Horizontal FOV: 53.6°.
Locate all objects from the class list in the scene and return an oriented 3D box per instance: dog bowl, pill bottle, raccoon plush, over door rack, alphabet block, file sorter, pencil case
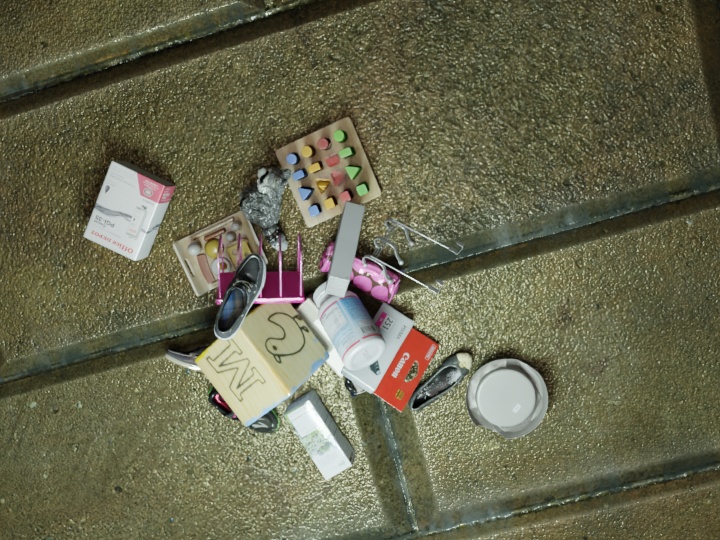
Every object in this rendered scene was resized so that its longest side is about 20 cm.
[{"bbox_3d":[0.353,0.305,1.739,0.197,0.059,0.203,1,100,4],"label":"dog bowl"},{"bbox_3d":[-0.031,0.120,1.642,0.108,0.109,0.201,-37,58,9],"label":"pill bottle"},{"bbox_3d":[-0.190,-0.155,1.680,0.133,0.097,0.200,-21,126,27],"label":"raccoon plush"},{"bbox_3d":[0.121,-0.028,1.651,0.198,0.148,0.067,21,141,15],"label":"over door rack"},{"bbox_3d":[-0.228,0.205,1.661,0.196,0.195,0.201,-38,91,35],"label":"alphabet block"},{"bbox_3d":[-0.231,-0.011,1.646,0.197,0.139,0.127,-1,116,-7],"label":"file sorter"},{"bbox_3d":[0.000,0.000,1.697,0.198,0.094,0.092,24,82,-1],"label":"pencil case"}]

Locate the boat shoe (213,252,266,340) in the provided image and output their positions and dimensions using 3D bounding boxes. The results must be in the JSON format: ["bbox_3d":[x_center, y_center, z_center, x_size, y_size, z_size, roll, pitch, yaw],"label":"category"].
[{"bbox_3d":[-0.258,0.050,1.517,0.069,0.066,0.202,27,76,0],"label":"boat shoe"}]

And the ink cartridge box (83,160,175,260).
[{"bbox_3d":[-0.556,-0.144,1.718,0.145,0.083,0.202,25,100,0],"label":"ink cartridge box"}]

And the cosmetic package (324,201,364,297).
[{"bbox_3d":[-0.036,-0.049,1.616,0.050,0.083,0.202,14,59,-5],"label":"cosmetic package"}]

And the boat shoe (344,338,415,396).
[{"bbox_3d":[0.042,0.237,1.750,0.199,0.093,0.075,-28,77,-19],"label":"boat shoe"}]

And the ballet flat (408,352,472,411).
[{"bbox_3d":[0.199,0.278,1.746,0.200,0.057,0.066,-44,95,9],"label":"ballet flat"}]

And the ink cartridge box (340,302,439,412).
[{"bbox_3d":[0.075,0.205,1.694,0.173,0.044,0.201,32,67,4],"label":"ink cartridge box"}]

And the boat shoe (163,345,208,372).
[{"bbox_3d":[-0.389,0.220,1.775,0.198,0.072,0.066,16,88,5],"label":"boat shoe"}]

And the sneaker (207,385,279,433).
[{"bbox_3d":[-0.298,0.355,1.779,0.198,0.084,0.077,27,101,0],"label":"sneaker"}]

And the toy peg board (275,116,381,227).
[{"bbox_3d":[-0.079,-0.228,1.664,0.197,0.098,0.202,-23,96,7],"label":"toy peg board"}]

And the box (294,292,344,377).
[{"bbox_3d":[-0.083,0.157,1.740,0.082,0.068,0.200,-40,95,10],"label":"box"}]

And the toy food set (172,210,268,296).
[{"bbox_3d":[-0.338,-0.043,1.730,0.198,0.060,0.145,-24,97,7],"label":"toy food set"}]

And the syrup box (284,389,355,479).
[{"bbox_3d":[-0.100,0.409,1.776,0.078,0.081,0.201,-32,96,10],"label":"syrup box"}]
